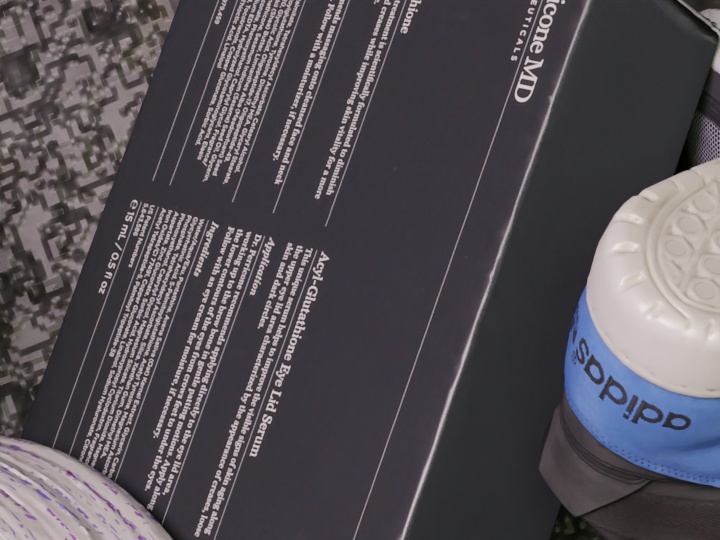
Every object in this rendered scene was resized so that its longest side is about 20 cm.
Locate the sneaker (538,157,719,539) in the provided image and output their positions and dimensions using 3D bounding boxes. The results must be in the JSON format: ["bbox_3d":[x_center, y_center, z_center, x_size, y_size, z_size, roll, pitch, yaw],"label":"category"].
[{"bbox_3d":[0.132,0.011,0.782,0.199,0.112,0.077,-23,59,-32],"label":"sneaker"}]

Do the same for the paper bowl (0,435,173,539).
[{"bbox_3d":[-0.130,0.148,0.795,0.200,0.104,0.202,2,94,40],"label":"paper bowl"}]

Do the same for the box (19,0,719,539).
[{"bbox_3d":[0.000,0.000,0.837,0.141,0.079,0.201,15,82,38],"label":"box"}]

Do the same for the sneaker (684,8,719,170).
[{"bbox_3d":[0.110,0.029,0.846,0.113,0.075,0.201,-26,82,-1],"label":"sneaker"}]
